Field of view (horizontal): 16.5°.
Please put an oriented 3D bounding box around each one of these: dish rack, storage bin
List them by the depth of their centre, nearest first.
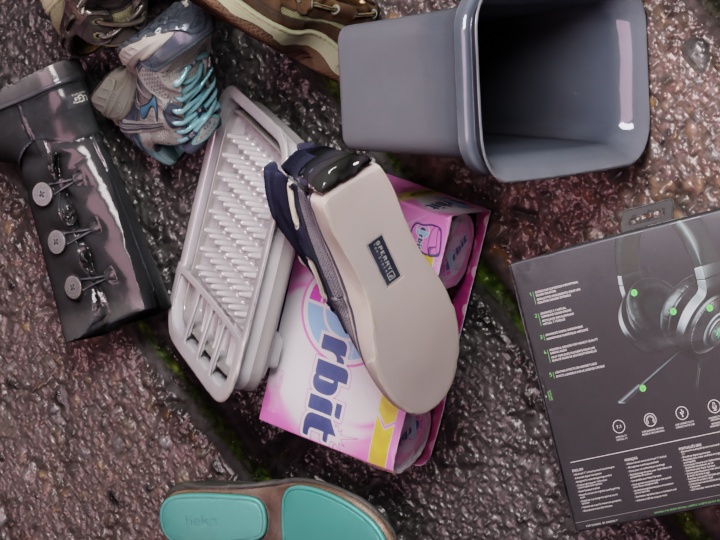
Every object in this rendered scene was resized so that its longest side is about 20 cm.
[{"bbox_3d":[0.081,-0.135,1.643,0.134,0.199,0.147,1,97,37],"label":"storage bin"},{"bbox_3d":[-0.081,-0.019,1.785,0.172,0.043,0.201,-135,55,-63],"label":"dish rack"}]

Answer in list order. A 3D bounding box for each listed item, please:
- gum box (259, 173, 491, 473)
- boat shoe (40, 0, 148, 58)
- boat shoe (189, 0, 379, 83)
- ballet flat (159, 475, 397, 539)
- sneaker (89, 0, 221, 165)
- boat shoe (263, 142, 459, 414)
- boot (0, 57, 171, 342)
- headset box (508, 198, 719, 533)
[{"bbox_3d":[0.008,0.037,1.768,0.113,0.066,0.201,20,106,26],"label":"gum box"},{"bbox_3d":[-0.177,-0.191,1.757,0.066,0.071,0.201,68,160,-3],"label":"boat shoe"},{"bbox_3d":[-0.052,-0.191,1.701,0.075,0.202,0.075,32,95,29],"label":"boat shoe"},{"bbox_3d":[-0.051,0.178,1.818,0.199,0.068,0.069,7,101,27],"label":"ballet flat"},{"bbox_3d":[-0.127,-0.135,1.783,0.086,0.078,0.200,50,159,1],"label":"sneaker"},{"bbox_3d":[0.000,0.000,1.684,0.093,0.074,0.201,26,141,53],"label":"boat shoe"},{"bbox_3d":[-0.238,-0.041,1.892,0.164,0.065,0.201,-19,93,44],"label":"boot"},{"bbox_3d":[0.209,0.055,1.647,0.173,0.093,0.201,-16,89,29],"label":"headset box"}]
